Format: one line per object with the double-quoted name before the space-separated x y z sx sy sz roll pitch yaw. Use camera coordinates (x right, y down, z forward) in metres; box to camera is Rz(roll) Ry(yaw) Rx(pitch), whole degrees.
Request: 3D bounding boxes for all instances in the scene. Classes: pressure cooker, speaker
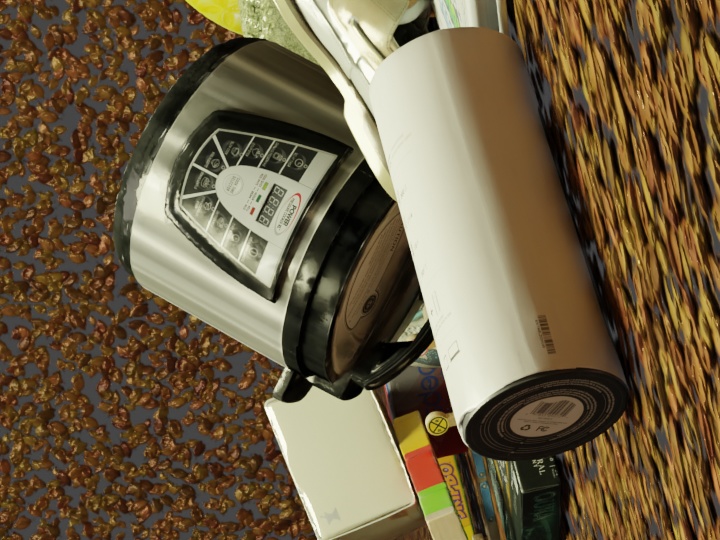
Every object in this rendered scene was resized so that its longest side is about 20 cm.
"pressure cooker" -0.025 -0.031 1.645 0.200 0.179 0.176 29 141 18
"speaker" 0.062 -0.016 1.282 0.081 0.081 0.200 82 174 -57

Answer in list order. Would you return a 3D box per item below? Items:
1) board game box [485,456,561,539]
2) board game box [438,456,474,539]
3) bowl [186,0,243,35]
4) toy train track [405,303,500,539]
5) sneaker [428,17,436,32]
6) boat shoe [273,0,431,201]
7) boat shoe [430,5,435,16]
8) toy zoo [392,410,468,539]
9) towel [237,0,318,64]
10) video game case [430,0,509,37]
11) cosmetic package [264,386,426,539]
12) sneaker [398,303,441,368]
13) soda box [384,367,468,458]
"board game box" 0.094 0.104 1.675 0.200 0.028 0.136 83 174 -67
"board game box" 0.070 0.172 2.334 0.096 0.030 0.200 83 171 -68
"bowl" -0.075 -0.296 2.164 0.108 0.200 0.201 -35 59 41
"toy train track" 0.060 0.108 1.764 0.115 0.032 0.200 -108 4 -67
"sneaker" 0.027 -0.091 1.721 0.088 0.076 0.200 154 103 -81
"boat shoe" 0.008 -0.138 1.515 0.200 0.068 0.075 59 -153 -5
"boat shoe" -0.001 -0.187 1.634 0.200 0.070 0.071 14 93 65
"toy zoo" 0.059 0.174 1.760 0.200 0.020 0.131 -111 0 -70
"towel" -0.026 -0.166 1.904 0.148 0.036 0.201 -4 -95 -48
"video game case" 0.044 -0.187 1.413 0.200 0.024 0.182 -105 4 -46
"cosmetic package" -0.006 0.133 1.857 0.200 0.071 0.105 66 -178 -82
"sneaker" 0.000 0.000 1.799 0.200 0.078 0.086 35 175 -7
"soda box" 0.045 0.044 1.938 0.063 0.070 0.200 -107 5 -48
